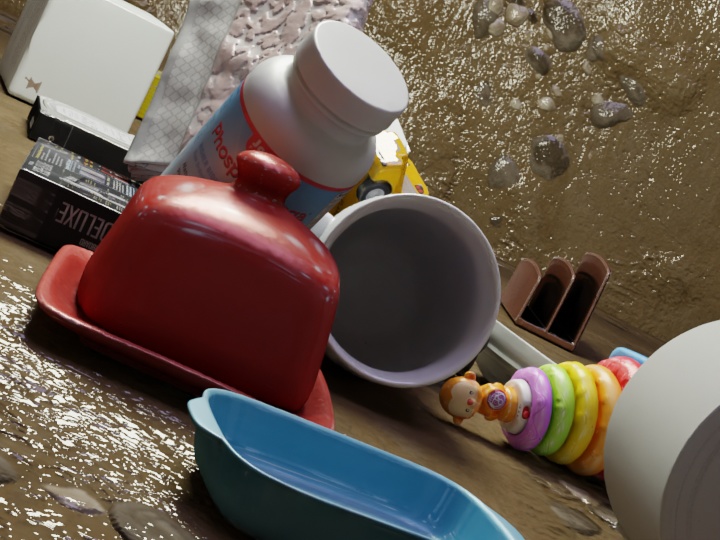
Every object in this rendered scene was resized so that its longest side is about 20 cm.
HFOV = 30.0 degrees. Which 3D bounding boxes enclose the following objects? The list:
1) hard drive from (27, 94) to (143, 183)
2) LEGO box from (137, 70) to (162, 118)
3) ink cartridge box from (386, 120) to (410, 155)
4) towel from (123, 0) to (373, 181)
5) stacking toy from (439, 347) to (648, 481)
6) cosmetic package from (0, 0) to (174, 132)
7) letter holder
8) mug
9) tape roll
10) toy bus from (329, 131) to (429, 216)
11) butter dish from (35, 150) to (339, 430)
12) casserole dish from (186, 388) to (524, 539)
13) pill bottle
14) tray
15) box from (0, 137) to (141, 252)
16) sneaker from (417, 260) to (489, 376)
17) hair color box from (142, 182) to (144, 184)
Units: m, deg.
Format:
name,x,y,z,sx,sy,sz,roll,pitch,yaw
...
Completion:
name,x,y,z,sx,sy,sz,roll,pitch,yaw
hard drive,-0.282,-0.138,1.544,0.199,0.038,0.140,25,8,-19
LEGO box,-0.321,-0.282,2.263,0.199,0.077,0.149,23,8,-25
ink cartridge box,-0.074,-0.092,1.252,0.145,0.200,0.085,22,35,-35
towel,-0.096,-0.163,1.150,0.190,0.201,0.032,4,-27,32
stacking toy,0.157,0.116,1.125,0.199,0.117,0.110,11,10,-22
cosmetic package,-0.373,-0.295,1.806,0.166,0.168,0.200,24,8,-24
letter holder,0.299,0.023,2.064,0.100,0.143,0.200,26,7,-5
mug,0.000,0.000,1.089,0.200,0.148,0.175,37,-6,-8
tape roll,0.274,0.142,0.888,0.202,0.203,0.139,25,7,-9
toy bus,0.003,-0.041,1.221,0.078,0.200,0.065,-4,48,-27
butter dish,-0.086,-0.006,0.861,0.199,0.148,0.200,26,7,-10
casserole dish,-0.005,0.120,0.690,0.199,0.039,0.121,25,7,-22
pill bottle,-0.060,-0.081,0.959,0.109,0.200,0.109,29,37,-25
tray,0.154,0.103,1.309,0.200,0.022,0.108,39,-21,59
box,-0.204,-0.043,1.091,0.157,0.050,0.200,25,7,-14
sneaker,0.087,0.023,1.254,0.106,0.075,0.200,30,-31,1
hair color box,-0.125,-0.121,1.318,0.100,0.200,0.061,23,33,-24
